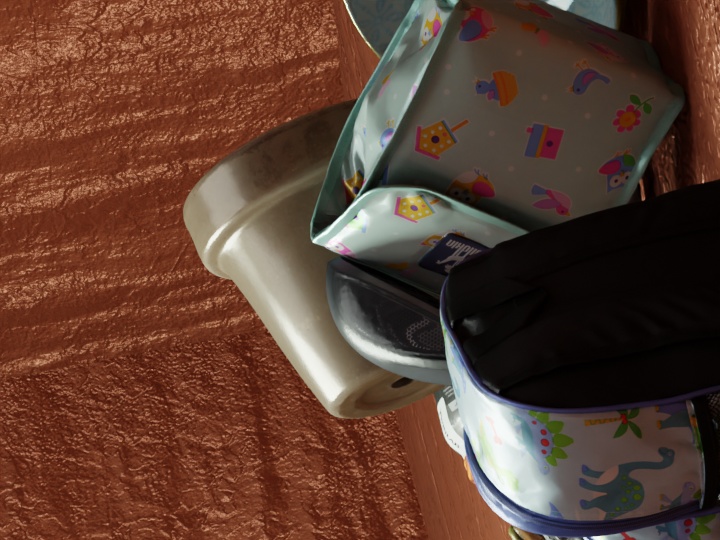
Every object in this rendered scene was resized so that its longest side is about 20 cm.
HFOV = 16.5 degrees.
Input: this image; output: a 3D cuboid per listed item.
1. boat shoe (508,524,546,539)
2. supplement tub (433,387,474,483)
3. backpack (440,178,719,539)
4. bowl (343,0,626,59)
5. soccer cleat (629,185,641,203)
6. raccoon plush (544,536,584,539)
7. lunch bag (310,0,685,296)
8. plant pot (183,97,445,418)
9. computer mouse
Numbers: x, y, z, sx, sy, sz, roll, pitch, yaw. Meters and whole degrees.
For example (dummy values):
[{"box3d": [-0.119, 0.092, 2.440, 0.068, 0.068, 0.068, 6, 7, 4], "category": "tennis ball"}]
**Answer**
[{"box3d": [0.172, 0.228, 1.796, 0.200, 0.068, 0.072, 53, 176, -28], "category": "boat shoe"}, {"box3d": [0.121, 0.083, 2.201, 0.123, 0.122, 0.200, 88, 171, -65], "category": "supplement tub"}, {"box3d": [0.147, 0.058, 1.233, 0.183, 0.200, 0.147, -109, 9, -59], "category": "backpack"}, {"box3d": [0.094, -0.213, 1.652, 0.108, 0.200, 0.200, -56, -32, -46], "category": "bowl"}, {"box3d": [0.168, -0.039, 1.690, 0.076, 0.067, 0.200, 2, -98, -67], "category": "soccer cleat"}, {"box3d": [0.213, 0.173, 1.701, 0.200, 0.134, 0.097, 47, 172, -22], "category": "raccoon plush"}, {"box3d": [0.080, -0.069, 1.551, 0.200, 0.170, 0.122, -62, 20, 20], "category": "lunch bag"}, {"box3d": [0.000, 0.000, 1.697, 0.200, 0.200, 0.175, 90, 158, -70], "category": "plant pot"}, {"box3d": [0.050, 0.051, 1.546, 0.138, 0.200, 0.053, 18, -82, -55], "category": "computer mouse"}]
